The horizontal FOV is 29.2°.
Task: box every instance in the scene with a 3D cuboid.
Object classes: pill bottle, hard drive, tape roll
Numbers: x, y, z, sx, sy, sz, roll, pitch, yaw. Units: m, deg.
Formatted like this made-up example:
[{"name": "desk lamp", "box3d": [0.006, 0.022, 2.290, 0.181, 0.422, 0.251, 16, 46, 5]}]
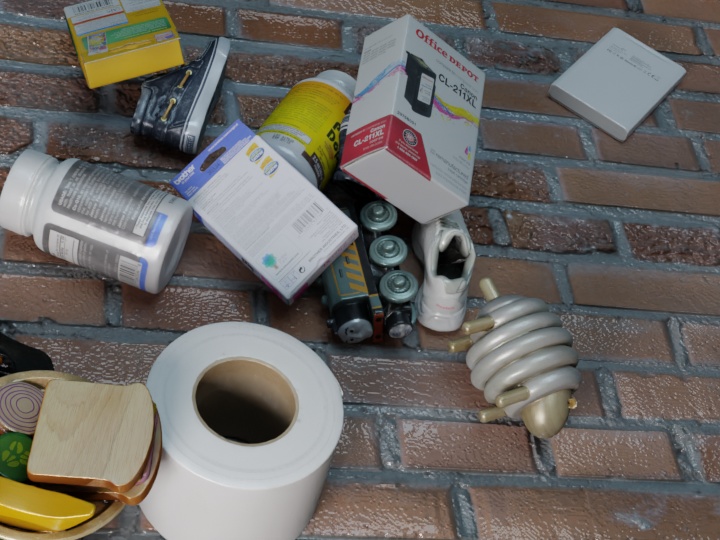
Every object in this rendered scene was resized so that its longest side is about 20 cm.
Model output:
[{"name": "pill bottle", "box3d": [-0.067, -0.168, 1.738, 0.109, 0.110, 0.200, 25, 47, 7]}, {"name": "pill bottle", "box3d": [-0.302, -0.059, 1.570, 0.199, 0.114, 0.114, 21, 47, 2]}, {"name": "hard drive", "box3d": [0.378, -0.276, 2.023, 0.131, 0.026, 0.200, 35, 49, 15]}, {"name": "tape roll", "box3d": [-0.126, 0.172, 1.397, 0.201, 0.140, 0.204, 8, 47, -8]}]

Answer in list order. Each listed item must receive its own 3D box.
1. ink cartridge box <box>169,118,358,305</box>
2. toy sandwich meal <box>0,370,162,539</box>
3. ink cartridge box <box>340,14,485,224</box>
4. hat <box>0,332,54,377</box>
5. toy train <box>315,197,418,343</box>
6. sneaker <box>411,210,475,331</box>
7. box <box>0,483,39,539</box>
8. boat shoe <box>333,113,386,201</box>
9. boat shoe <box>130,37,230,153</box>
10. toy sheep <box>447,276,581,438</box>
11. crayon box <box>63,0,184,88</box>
[{"name": "ink cartridge box", "box3d": [-0.112, -0.070, 1.603, 0.200, 0.042, 0.119, 43, 79, 11]}, {"name": "toy sandwich meal", "box3d": [-0.281, 0.158, 1.251, 0.203, 0.070, 0.206, 8, 49, -9]}, {"name": "ink cartridge box", "box3d": [0.066, -0.183, 1.663, 0.145, 0.083, 0.201, 31, 55, -33]}, {"name": "hat", "box3d": [-0.404, 0.125, 1.388, 0.199, 0.081, 0.201, 18, 19, -6]}, {"name": "toy train", "box3d": [0.000, 0.000, 1.633, 0.113, 0.086, 0.201, -10, 54, -7]}, {"name": "sneaker", "box3d": [0.110, -0.028, 1.671, 0.077, 0.100, 0.201, 7, 48, -10]}, {"name": "box", "box3d": [-0.353, 0.253, 1.274, 0.131, 0.115, 0.201, 1, 50, -17]}, {"name": "boat shoe", "box3d": [0.042, -0.117, 1.736, 0.199, 0.071, 0.092, 25, 71, -39]}, {"name": "boat shoe", "box3d": [-0.228, -0.239, 1.771, 0.090, 0.071, 0.201, 16, 47, -3]}, {"name": "toy sheep", "box3d": [0.178, 0.096, 1.561, 0.137, 0.138, 0.201, -13, 71, -26]}, {"name": "crayon box", "box3d": [-0.302, -0.295, 1.765, 0.125, 0.052, 0.200, -16, 33, -10]}]
